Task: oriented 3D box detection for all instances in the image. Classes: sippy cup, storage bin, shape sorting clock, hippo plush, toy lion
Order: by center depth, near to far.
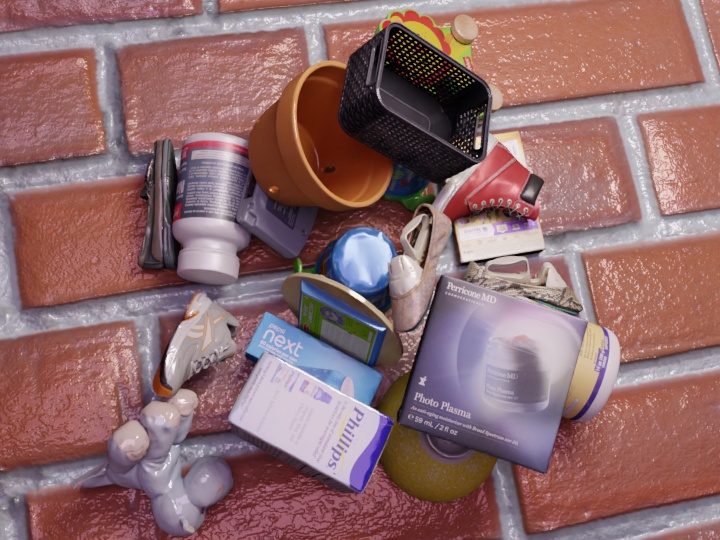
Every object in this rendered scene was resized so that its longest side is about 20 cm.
[{"bbox_3d":[-0.262,0.277,1.060,0.199,0.159,0.161,-41,83,-15],"label":"hippo plush"},{"bbox_3d":[0.078,-0.226,1.093,0.198,0.093,0.138,25,63,-31],"label":"storage bin"},{"bbox_3d":[-0.026,0.070,1.120,0.198,0.201,0.040,29,63,1],"label":"shape sorting clock"},{"bbox_3d":[0.000,0.000,1.167,0.177,0.130,0.140,-37,84,-14],"label":"sippy cup"},{"bbox_3d":[0.064,-0.193,1.229,0.176,0.130,0.141,34,75,2],"label":"sippy cup"},{"bbox_3d":[0.114,-0.327,1.276,0.189,0.069,0.203,-13,79,-27],"label":"toy lion"}]

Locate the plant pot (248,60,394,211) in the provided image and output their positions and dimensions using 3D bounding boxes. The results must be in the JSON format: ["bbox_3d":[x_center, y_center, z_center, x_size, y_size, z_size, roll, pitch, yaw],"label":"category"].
[{"bbox_3d":[-0.066,-0.175,1.119,0.198,0.139,0.204,12,73,-45],"label":"plant pot"}]

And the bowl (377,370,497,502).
[{"bbox_3d":[0.123,0.232,1.145,0.196,0.108,0.204,2,76,-7],"label":"bowl"}]

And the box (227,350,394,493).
[{"bbox_3d":[-0.073,0.215,1.087,0.198,0.184,0.106,29,73,0],"label":"box"}]

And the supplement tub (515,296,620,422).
[{"bbox_3d":[0.263,0.125,1.168,0.197,0.146,0.148,20,75,-2],"label":"supplement tub"}]

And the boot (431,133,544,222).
[{"bbox_3d":[0.195,-0.097,1.223,0.144,0.072,0.200,41,74,4],"label":"boot"}]

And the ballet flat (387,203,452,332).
[{"bbox_3d":[0.071,-0.011,1.081,0.067,0.067,0.202,46,46,-31],"label":"ballet flat"}]

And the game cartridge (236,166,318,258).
[{"bbox_3d":[-0.113,-0.129,1.195,0.041,0.133,0.203,-5,60,33],"label":"game cartridge"}]

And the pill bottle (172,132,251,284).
[{"bbox_3d":[-0.217,-0.089,1.175,0.117,0.120,0.204,5,75,-6],"label":"pill bottle"}]

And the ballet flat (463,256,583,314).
[{"bbox_3d":[0.258,0.018,1.229,0.196,0.068,0.077,9,101,-3],"label":"ballet flat"}]

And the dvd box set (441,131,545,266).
[{"bbox_3d":[0.208,-0.118,1.279,0.143,0.029,0.204,-10,79,-8],"label":"dvd box set"}]

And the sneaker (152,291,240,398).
[{"bbox_3d":[-0.221,0.110,1.109,0.091,0.076,0.201,27,34,-8],"label":"sneaker"}]

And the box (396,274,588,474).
[{"bbox_3d":[0.167,0.132,1.035,0.196,0.123,0.202,17,84,5],"label":"box"}]

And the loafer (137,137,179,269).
[{"bbox_3d":[-0.311,-0.101,1.195,0.062,0.072,0.204,-4,79,-1],"label":"loafer"}]

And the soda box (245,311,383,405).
[{"bbox_3d":[-0.069,0.141,1.166,0.197,0.064,0.069,28,75,1],"label":"soda box"}]
